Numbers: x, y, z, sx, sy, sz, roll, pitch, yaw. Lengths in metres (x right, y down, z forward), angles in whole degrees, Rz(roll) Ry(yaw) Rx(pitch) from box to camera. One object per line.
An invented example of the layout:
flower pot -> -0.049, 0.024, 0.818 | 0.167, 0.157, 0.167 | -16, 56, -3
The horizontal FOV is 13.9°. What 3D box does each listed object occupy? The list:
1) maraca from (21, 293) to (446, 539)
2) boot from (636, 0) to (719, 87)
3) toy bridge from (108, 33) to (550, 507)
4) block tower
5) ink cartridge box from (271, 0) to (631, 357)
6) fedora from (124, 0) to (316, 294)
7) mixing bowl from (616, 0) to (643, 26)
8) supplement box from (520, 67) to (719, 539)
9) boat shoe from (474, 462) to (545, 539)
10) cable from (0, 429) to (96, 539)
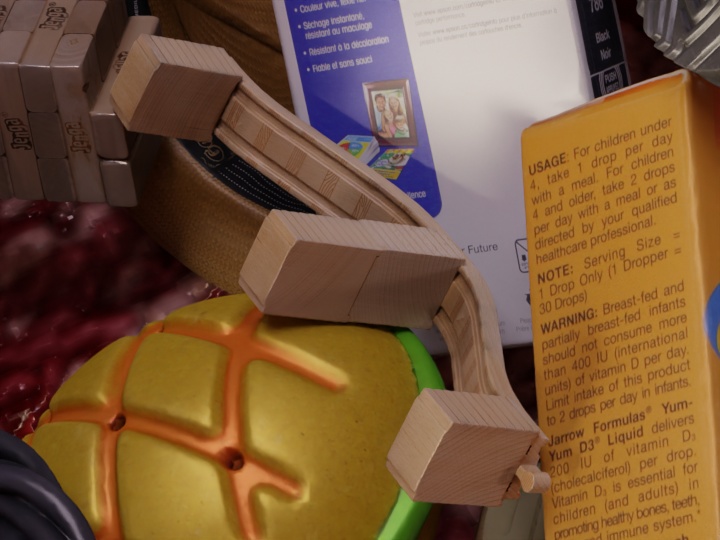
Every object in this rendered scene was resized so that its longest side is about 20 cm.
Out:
maraca -> -0.059, 0.085, 0.843 | 0.200, 0.107, 0.137 | -40, 37, 1
boot -> 0.169, -0.067, 0.817 | 0.199, 0.066, 0.165 | 25, 26, -21
toy bridge -> 0.000, 0.000, 0.827 | 0.067, 0.027, 0.200 | 7, 30, -38
block tower -> -0.163, -0.061, 0.930 | 0.199, 0.054, 0.058 | 2, 39, 11
ink cartridge box -> 0.025, -0.076, 0.872 | 0.099, 0.201, 0.039 | -6, 11, 29
fedora -> -0.004, -0.083, 0.956 | 0.200, 0.202, 0.082 | 19, 21, 23
mixing bowl -> 0.121, -0.135, 0.951 | 0.199, 0.200, 0.109 | 9, 84, 16
supplement box -> 0.090, 0.053, 0.772 | 0.069, 0.066, 0.201 | -22, 65, 46
boat shoe -> 0.055, 0.135, 0.802 | 0.062, 0.073, 0.201 | 1, 51, 13
cable -> -0.136, 0.114, 0.804 | 0.200, 0.051, 0.164 | 28, 95, 61
